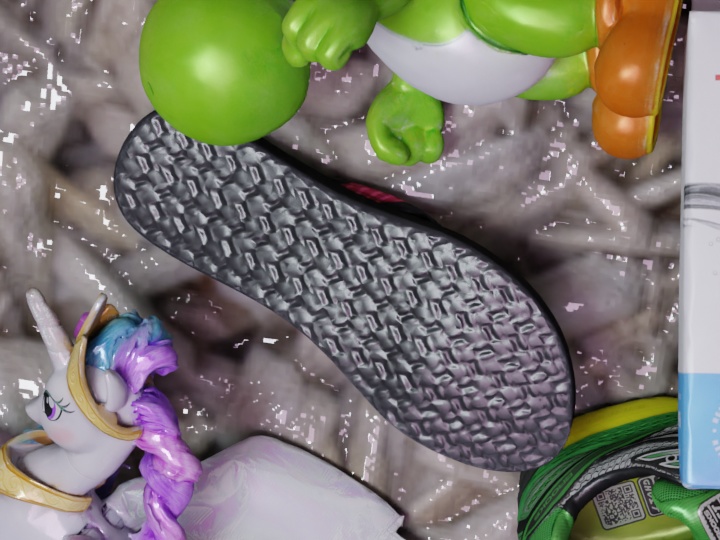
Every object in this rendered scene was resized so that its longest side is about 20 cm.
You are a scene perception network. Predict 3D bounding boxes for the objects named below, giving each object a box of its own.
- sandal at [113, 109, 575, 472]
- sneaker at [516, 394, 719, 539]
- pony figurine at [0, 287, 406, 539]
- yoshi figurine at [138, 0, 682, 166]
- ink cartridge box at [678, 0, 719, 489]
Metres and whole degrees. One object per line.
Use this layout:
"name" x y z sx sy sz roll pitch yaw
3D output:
"sandal" 0.000 0.000 0.992 0.199 0.045 0.075 34 108 9
"sneaker" 0.151 0.076 0.973 0.199 0.085 0.078 -25 106 16
"pony figurine" -0.093 0.118 1.003 0.193 0.167 0.200 43 127 -2
"yoshi figurine" 0.007 -0.075 0.922 0.199 0.112 0.113 12 120 6
"ink cartridge box" 0.166 -0.027 0.901 0.115 0.068 0.202 0 89 7
